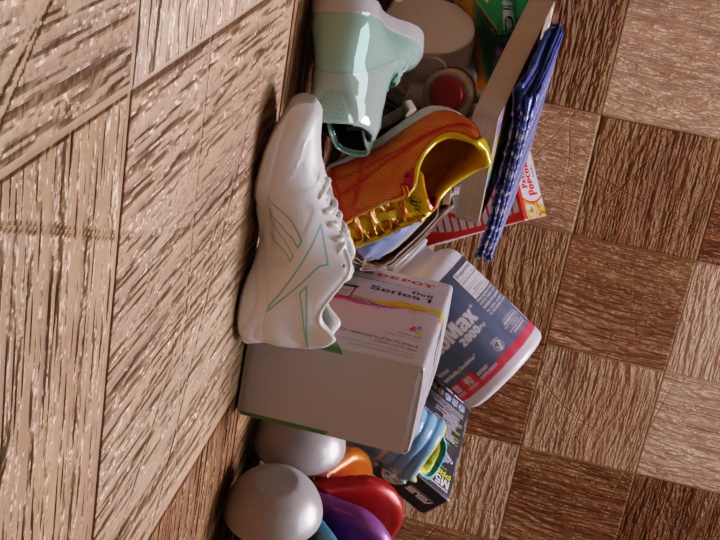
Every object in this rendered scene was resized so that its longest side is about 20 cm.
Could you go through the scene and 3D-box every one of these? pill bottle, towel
[{"bbox_3d":[0.063,-0.182,1.356,0.200,0.114,0.114,95,10,-48],"label":"pill bottle"},{"bbox_3d":[0.151,-0.123,1.217,0.145,0.024,0.200,-62,167,-49],"label":"towel"},{"bbox_3d":[0.094,0.046,1.434,0.120,0.200,0.120,-46,179,-1],"label":"pill bottle"}]

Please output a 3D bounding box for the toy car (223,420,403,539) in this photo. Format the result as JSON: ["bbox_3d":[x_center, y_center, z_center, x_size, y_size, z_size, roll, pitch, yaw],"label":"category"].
[{"bbox_3d":[-0.038,0.230,1.123,0.200,0.150,0.175,-67,168,-56],"label":"toy car"}]

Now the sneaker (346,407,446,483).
[{"bbox_3d":[0.009,0.160,1.243,0.080,0.130,0.200,-57,-164,-18],"label":"sneaker"}]

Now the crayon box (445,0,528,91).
[{"bbox_3d":[0.117,-0.292,1.357,0.200,0.058,0.119,60,-15,26],"label":"crayon box"}]

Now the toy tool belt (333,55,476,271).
[{"bbox_3d":[0.030,-0.091,1.113,0.200,0.125,0.123,-53,177,14],"label":"toy tool belt"}]

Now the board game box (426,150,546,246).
[{"bbox_3d":[0.120,-0.141,1.465,0.046,0.151,0.200,-13,88,-47],"label":"board game box"}]

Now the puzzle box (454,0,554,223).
[{"bbox_3d":[0.140,-0.157,1.216,0.133,0.025,0.200,95,17,-47],"label":"puzzle box"}]

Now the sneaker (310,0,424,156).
[{"bbox_3d":[-0.001,-0.151,1.037,0.200,0.074,0.118,-4,100,-73],"label":"sneaker"}]

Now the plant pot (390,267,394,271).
[{"bbox_3d":[0.000,0.000,1.329,0.200,0.027,0.200,-157,-90,-81],"label":"plant pot"}]

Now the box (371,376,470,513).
[{"bbox_3d":[0.031,0.150,1.421,0.044,0.200,0.160,-34,-156,37],"label":"box"}]

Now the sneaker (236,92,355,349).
[{"bbox_3d":[-0.039,-0.033,0.938,0.070,0.080,0.201,-60,160,-64],"label":"sneaker"}]

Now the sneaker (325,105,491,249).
[{"bbox_3d":[0.014,-0.059,1.024,0.073,0.200,0.077,52,-1,-42],"label":"sneaker"}]

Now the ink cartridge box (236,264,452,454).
[{"bbox_3d":[-0.007,0.064,1.094,0.200,0.145,0.084,-59,161,-69],"label":"ink cartridge box"}]

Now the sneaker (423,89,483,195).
[{"bbox_3d":[0.053,-0.123,1.246,0.200,0.075,0.115,-17,142,-44],"label":"sneaker"}]
